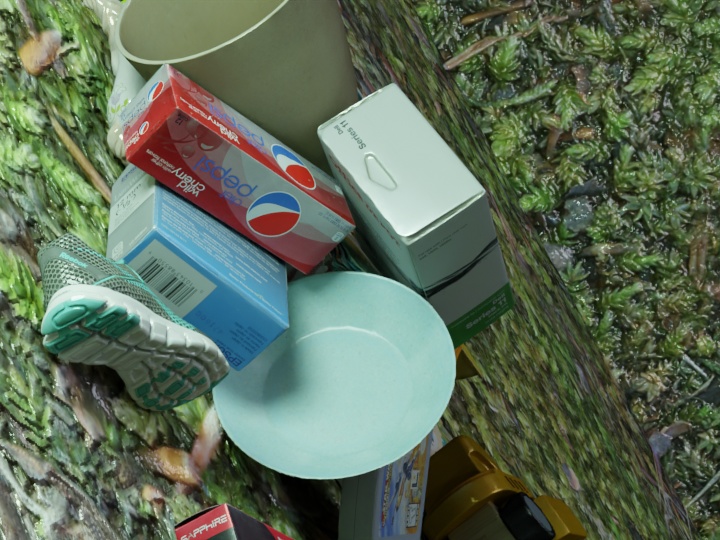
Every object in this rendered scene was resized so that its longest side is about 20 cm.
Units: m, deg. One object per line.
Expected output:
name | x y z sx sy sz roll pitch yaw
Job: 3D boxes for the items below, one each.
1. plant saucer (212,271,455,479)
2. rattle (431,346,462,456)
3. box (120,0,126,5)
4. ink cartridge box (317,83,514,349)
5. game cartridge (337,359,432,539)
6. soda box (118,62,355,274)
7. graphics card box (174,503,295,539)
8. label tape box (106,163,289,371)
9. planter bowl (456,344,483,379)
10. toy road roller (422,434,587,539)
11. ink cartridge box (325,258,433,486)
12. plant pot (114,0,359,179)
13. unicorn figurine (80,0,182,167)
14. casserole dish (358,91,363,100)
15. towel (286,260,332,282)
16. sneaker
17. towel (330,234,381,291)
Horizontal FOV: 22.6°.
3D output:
plant saucer | -0.020 0.092 1.473 0.039 0.201 0.201 80 -7 -53
rattle | 0.087 0.142 1.840 0.200 0.143 0.130 55 18 -24
box | -0.159 -0.167 1.746 0.200 0.048 0.122 48 22 -44
ink cartridge box | 0.050 -0.043 1.538 0.147 0.083 0.200 53 -8 30
game cartridge | 0.022 0.178 1.542 0.133 0.041 0.200 17 80 -73
soda box | -0.099 -0.079 1.453 0.200 0.063 0.070 33 23 -34
graphics card box | -0.058 0.271 1.253 0.125 0.051 0.200 42 25 -55
label tape box | -0.133 -0.029 1.478 0.143 0.066 0.200 38 21 -25
planter bowl | 0.045 0.054 1.946 0.201 0.083 0.200 56 3 -4
toy road roller | 0.130 0.252 1.837 0.146 0.123 0.200 55 11 25
ink cartridge box | -0.018 0.098 1.685 0.200 0.068 0.115 62 18 -1
plant pot | -0.079 -0.165 1.538 0.187 0.187 0.200 -101 164 -52
unicorn figurine | -0.191 -0.171 1.572 0.137 0.074 0.200 33 36 -43
casserole dish | -0.052 -0.180 1.786 0.121 0.039 0.200 52 -10 -16
towel | -0.036 0.060 1.589 0.200 0.030 0.146 44 46 -19
sneaker | -0.163 0.033 1.294 0.200 0.078 0.091 44 18 -55
towel | 0.000 0.000 1.632 0.147 0.022 0.200 48 4 -27
